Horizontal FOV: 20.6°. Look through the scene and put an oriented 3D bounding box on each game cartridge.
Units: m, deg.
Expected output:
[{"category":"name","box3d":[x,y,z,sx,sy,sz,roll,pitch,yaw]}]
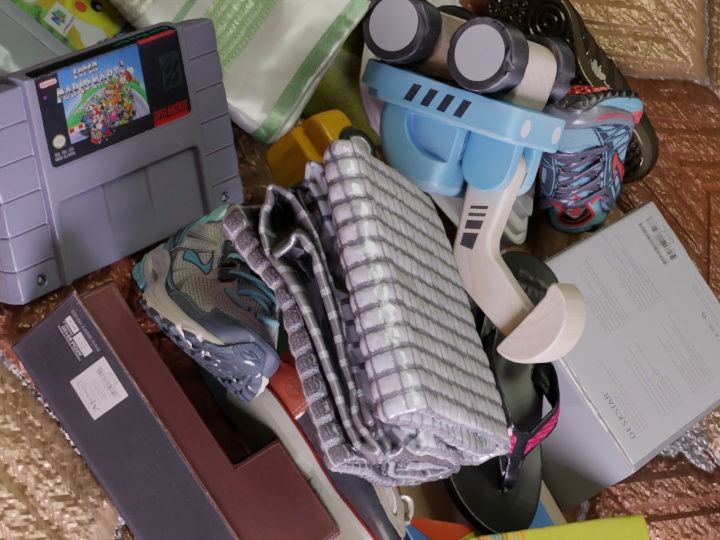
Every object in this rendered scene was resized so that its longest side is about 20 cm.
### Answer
[{"category":"game cartridge","box3d":[-0.174,-0.163,1.284,0.133,0.040,0.200,41,47,-18]},{"category":"game cartridge","box3d":[-0.152,-0.072,1.203,0.200,0.038,0.130,-28,120,-46]}]

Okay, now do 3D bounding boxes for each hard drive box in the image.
[{"category":"hard drive box","box3d":[0.179,0.057,1.426,0.200,0.077,0.156,-26,81,-48]}]

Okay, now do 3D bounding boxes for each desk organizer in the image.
[{"category":"desk organizer","box3d":[-0.106,0.099,1.148,0.200,0.072,0.077,56,39,4]}]

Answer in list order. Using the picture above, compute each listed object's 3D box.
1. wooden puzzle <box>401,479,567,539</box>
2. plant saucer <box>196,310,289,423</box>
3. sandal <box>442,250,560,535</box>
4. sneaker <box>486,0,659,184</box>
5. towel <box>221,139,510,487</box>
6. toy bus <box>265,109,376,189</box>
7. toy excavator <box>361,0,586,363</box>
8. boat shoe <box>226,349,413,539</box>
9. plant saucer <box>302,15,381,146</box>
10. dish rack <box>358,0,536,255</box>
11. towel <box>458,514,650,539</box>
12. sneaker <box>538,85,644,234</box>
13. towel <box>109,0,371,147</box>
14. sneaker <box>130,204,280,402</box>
[{"category":"wooden puzzle","box3d":[0.092,0.201,1.272,0.200,0.046,0.185,-20,77,-47]},{"category":"plant saucer","box3d":[-0.022,0.040,1.289,0.200,0.036,0.200,22,49,-29]},{"category":"sandal","box3d":[0.098,0.075,1.281,0.075,0.045,0.200,22,64,-23]},{"category":"sneaker","box3d":[0.169,-0.156,1.588,0.200,0.070,0.076,60,23,4]},{"category":"towel","box3d":[0.007,0.034,1.107,0.200,0.085,0.166,26,45,-70]},{"category":"toy bus","box3d":[0.000,0.000,1.262,0.078,0.065,0.200,-24,80,-46]},{"category":"toy excavator","box3d":[0.077,-0.060,1.276,0.194,0.200,0.100,22,10,28]},{"category":"boat shoe","box3d":[-0.003,0.136,1.186,0.063,0.071,0.200,-29,84,-34]},{"category":"plant saucer","box3d":[-0.037,-0.205,1.435,0.199,0.048,0.200,19,52,-32]},{"category":"dish rack","box3d":[0.075,-0.120,1.434,0.200,0.043,0.172,48,36,-37]},{"category":"towel","box3d":[0.123,0.204,1.247,0.200,0.018,0.086,-1,74,-45]},{"category":"sneaker","box3d":[0.167,-0.076,1.448,0.200,0.079,0.096,48,46,-74]},{"category":"towel","box3d":[-0.091,-0.196,1.306,0.200,0.031,0.149,44,55,-21]},{"category":"sneaker","box3d":[-0.078,0.006,1.146,0.078,0.086,0.200,45,0,-24]}]
